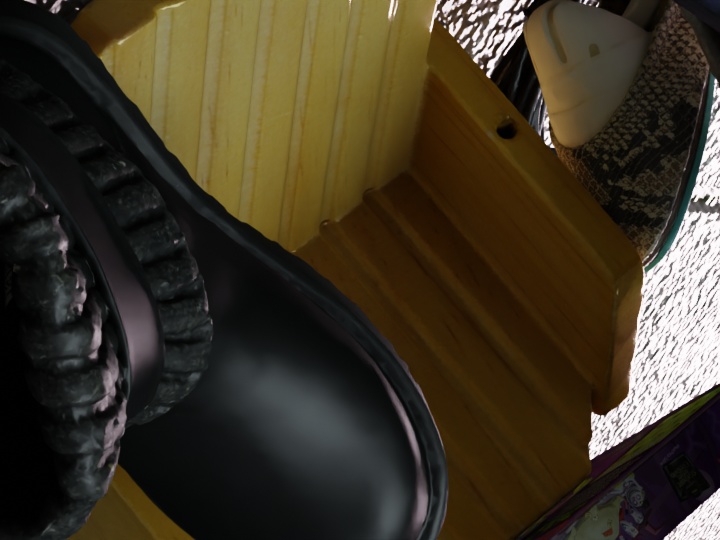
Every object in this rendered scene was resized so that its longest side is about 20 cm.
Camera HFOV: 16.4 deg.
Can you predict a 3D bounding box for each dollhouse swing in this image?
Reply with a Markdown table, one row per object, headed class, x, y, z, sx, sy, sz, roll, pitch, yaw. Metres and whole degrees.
| class | x | y | z | sx | sy | sz | roll | pitch | yaw |
| --- | --- | --- | --- | --- | --- | --- | --- | --- | --- |
| dollhouse swing | 0.000 | 0.000 | 0.776 | 0.200 | 0.182 | 0.176 | -35 | 170 | -30 |

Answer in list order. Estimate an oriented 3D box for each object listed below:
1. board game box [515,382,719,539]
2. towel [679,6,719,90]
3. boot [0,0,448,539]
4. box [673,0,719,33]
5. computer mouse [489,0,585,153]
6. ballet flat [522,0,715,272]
| class | x | y | z | sx | sy | sz | roll | pitch | yaw |
| --- | --- | --- | --- | --- | --- | --- | --- | --- | --- |
| board game box | 0.066 | 0.100 | 0.895 | 0.120 | 0.032 | 0.200 | -31 | 175 | -31 |
| towel | 0.139 | -0.156 | 0.838 | 0.132 | 0.034 | 0.201 | -35 | 111 | -33 |
| boot | -0.056 | 0.031 | 0.629 | 0.079 | 0.211 | 0.158 | -42 | -164 | 11 |
| box | 0.139 | -0.165 | 0.723 | 0.201 | 0.198 | 0.123 | -57 | -166 | 8 |
| computer mouse | 0.122 | -0.087 | 0.984 | 0.200 | 0.046 | 0.141 | -5 | 125 | -56 |
| ballet flat | 0.098 | -0.101 | 0.871 | 0.075 | 0.068 | 0.201 | 27 | 78 | -25 |
